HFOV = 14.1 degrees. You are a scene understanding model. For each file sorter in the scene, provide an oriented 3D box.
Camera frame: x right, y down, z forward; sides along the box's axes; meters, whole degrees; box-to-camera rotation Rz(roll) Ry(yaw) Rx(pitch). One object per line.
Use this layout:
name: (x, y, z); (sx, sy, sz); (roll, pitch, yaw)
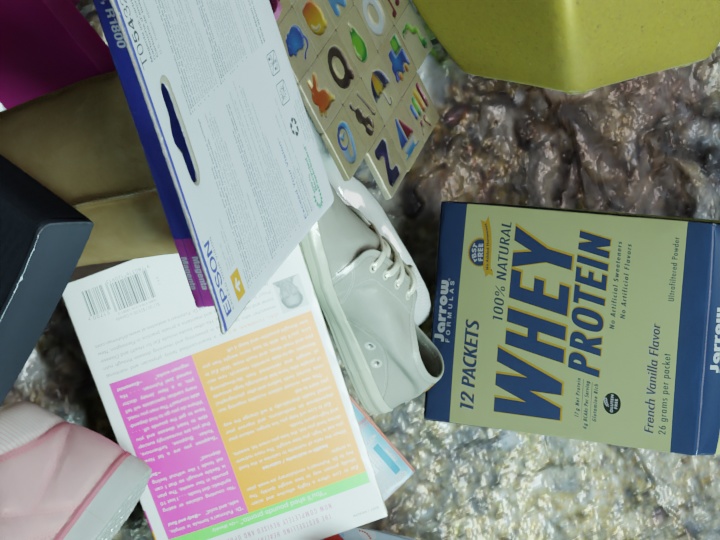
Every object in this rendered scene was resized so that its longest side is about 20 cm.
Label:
file sorter: (-0.159, -0.175, 1.573); (0.126, 0.139, 0.200); (-51, 119, -23)

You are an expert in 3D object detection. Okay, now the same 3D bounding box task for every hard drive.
hard drive: (-0.239, 0.025, 1.504); (0.200, 0.135, 0.042); (-58, 166, 12)

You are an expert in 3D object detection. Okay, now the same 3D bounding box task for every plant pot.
plant pot: (0.129, -0.218, 1.751); (0.195, 0.194, 0.201); (-17, 110, -33)

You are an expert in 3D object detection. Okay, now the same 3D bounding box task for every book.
book: (-0.077, 0.068, 1.631); (0.133, 0.048, 0.201); (-20, 115, -6)

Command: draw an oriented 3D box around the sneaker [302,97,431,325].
sneaker: (-0.036, -0.028, 1.725); (0.088, 0.075, 0.200); (-39, 120, -4)

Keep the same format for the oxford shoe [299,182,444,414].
oxford shoe: (0.000, 0.000, 1.670); (0.058, 0.075, 0.200); (-18, 129, 8)

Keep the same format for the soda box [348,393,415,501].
soda box: (-0.056, 0.065, 1.702); (0.064, 0.068, 0.200); (-42, 118, -6)

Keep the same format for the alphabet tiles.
alphabet tiles: (-0.011, -0.149, 1.711); (0.200, 0.006, 0.167); (62, 32, -23)

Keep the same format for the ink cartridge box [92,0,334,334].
ink cartridge box: (-0.084, -0.089, 1.462); (0.200, 0.043, 0.197); (-51, 126, -64)

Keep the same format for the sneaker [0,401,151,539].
sneaker: (-0.206, 0.151, 1.562); (0.104, 0.075, 0.200); (35, 54, 3)

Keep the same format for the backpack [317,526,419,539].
backpack: (0.001, 0.251, 1.703); (0.199, 0.154, 0.191); (21, 121, -31)

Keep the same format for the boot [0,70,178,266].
boot: (-0.172, -0.005, 1.538); (0.066, 0.199, 0.176); (-48, 124, -61)

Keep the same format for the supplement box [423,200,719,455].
supplement box: (0.177, 0.034, 1.764); (0.199, 0.199, 0.135); (3, 92, -52)
